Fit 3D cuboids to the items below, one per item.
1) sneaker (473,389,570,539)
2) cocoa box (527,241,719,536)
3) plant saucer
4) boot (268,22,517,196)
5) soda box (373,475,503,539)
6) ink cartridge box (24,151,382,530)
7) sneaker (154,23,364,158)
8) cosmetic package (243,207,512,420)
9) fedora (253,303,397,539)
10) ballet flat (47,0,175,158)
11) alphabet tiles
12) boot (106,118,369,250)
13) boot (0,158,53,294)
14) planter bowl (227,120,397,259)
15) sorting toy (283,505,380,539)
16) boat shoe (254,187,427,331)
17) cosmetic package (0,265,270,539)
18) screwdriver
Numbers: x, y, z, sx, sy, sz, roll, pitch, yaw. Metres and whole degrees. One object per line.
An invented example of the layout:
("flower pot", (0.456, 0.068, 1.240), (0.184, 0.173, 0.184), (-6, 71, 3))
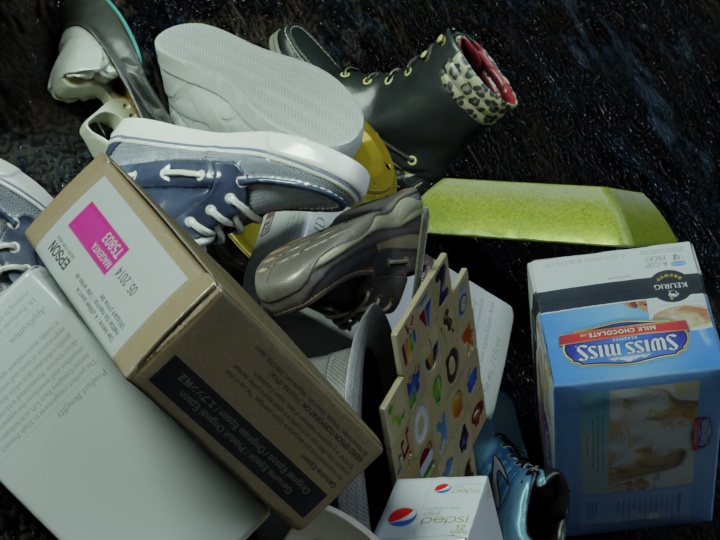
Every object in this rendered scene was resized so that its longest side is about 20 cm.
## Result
("sneaker", (0.125, 0.168, 1.279), (0.078, 0.090, 0.200), (24, 39, -34))
("cocoa box", (0.207, 0.097, 1.325), (0.200, 0.133, 0.131), (82, 3, -47))
("plant saucer", (0.155, -0.048, 1.420), (0.200, 0.200, 0.048), (-1, 96, -68))
("boot", (0.028, -0.167, 1.456), (0.204, 0.154, 0.073), (53, 30, 8))
("soda box", (0.065, 0.231, 1.072), (0.068, 0.064, 0.200), (-62, 143, -57))
("ink cartridge box", (-0.095, 0.038, 0.989), (0.165, 0.075, 0.200), (46, -1, -36))
("sneaker", (-0.071, -0.096, 1.240), (0.074, 0.116, 0.200), (-30, 45, -32))
("cosmetic package", (0.013, 0.034, 1.265), (0.200, 0.074, 0.102), (30, 57, -28))
("fedora", (-0.026, 0.125, 1.101), (0.177, 0.090, 0.201), (45, 41, -76))
("ballet flat", (-0.185, -0.128, 1.249), (0.068, 0.068, 0.200), (-19, 70, -43))
("alphabet tiles", (0.052, 0.098, 1.150), (0.167, 0.006, 0.200), (-57, 145, -50))
("boot", (-0.094, -0.043, 1.141), (0.073, 0.200, 0.091), (46, 58, -55))
("boot", (-0.213, 0.003, 1.062), (0.200, 0.073, 0.090), (35, 33, -25))
("planter bowl", (-0.032, -0.077, 1.358), (0.200, 0.083, 0.201), (32, 35, -25))
("sorting toy", (-0.015, 0.240, 0.982), (0.180, 0.200, 0.107), (51, -8, 12))
("boat shoe", (0.000, 0.000, 1.143), (0.200, 0.074, 0.073), (-32, 102, -57))
("cosmetic package", (-0.156, 0.101, 0.989), (0.200, 0.102, 0.074), (47, 0, -6))
("screwdriver", (0.040, 0.030, 1.150), (0.029, 0.200, 0.028), (23, 48, 10))
